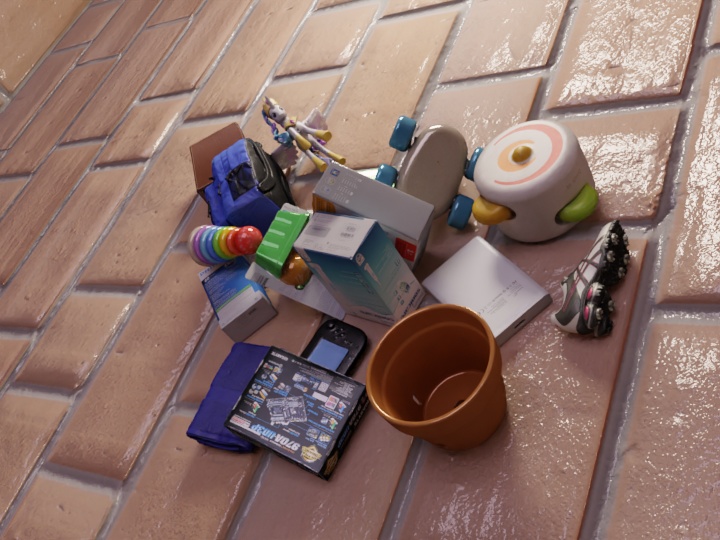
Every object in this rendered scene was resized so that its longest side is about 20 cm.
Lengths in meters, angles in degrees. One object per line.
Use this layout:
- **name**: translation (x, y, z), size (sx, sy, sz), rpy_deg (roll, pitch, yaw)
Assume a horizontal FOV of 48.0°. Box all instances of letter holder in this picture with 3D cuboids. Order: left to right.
- **letter holder**: translation (-0.310, -0.242, 1.908), size (0.142, 0.101, 0.200), rpy_deg (-29, 41, 7)

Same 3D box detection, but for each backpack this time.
- **backpack**: translation (-0.245, -0.172, 1.720), size (0.167, 0.163, 0.201), rpy_deg (-26, 55, 12)

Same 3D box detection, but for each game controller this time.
- **game controller**: translation (-0.070, 0.175, 1.390), size (0.104, 0.042, 0.201), rpy_deg (15, 63, 43)

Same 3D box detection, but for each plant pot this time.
- **plant pot**: translation (0.126, 0.169, 1.179), size (0.199, 0.140, 0.201), rpy_deg (-19, 44, 20)

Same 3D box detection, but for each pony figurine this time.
- **pony figurine**: translation (-0.124, -0.289, 1.773), size (0.167, 0.193, 0.200), rpy_deg (-47, 60, -6)

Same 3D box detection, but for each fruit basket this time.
- **fruit basket**: translation (-0.091, -0.018, 1.526), size (0.199, 0.094, 0.186), rpy_deg (25, 62, -1)

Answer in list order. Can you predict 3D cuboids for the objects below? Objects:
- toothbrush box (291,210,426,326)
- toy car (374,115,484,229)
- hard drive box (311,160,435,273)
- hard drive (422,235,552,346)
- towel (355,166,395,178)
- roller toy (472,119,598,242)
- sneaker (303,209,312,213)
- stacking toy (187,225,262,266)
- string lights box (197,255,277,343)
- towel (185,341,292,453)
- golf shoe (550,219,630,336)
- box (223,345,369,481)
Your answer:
- **toothbrush box**: translation (0.000, 0.000, 1.381), size (0.146, 0.200, 0.086), rpy_deg (12, 59, 43)
- **toy car**: translation (0.130, -0.179, 1.520), size (0.200, 0.183, 0.178), rpy_deg (-57, -11, -87)
- **hard drive box**: translation (0.019, -0.084, 1.416), size (0.199, 0.156, 0.077), rpy_deg (24, 64, 10)
- **hard drive**: translation (0.204, 0.034, 1.335), size (0.132, 0.026, 0.200), rpy_deg (-40, 40, -2)
- **towel**: translation (0.020, -0.134, 1.580), size (0.151, 0.023, 0.201), rpy_deg (-6, 43, -8)
- **roller toy**: translation (0.288, -0.155, 1.362), size (0.199, 0.140, 0.183), rpy_deg (-15, 45, 25)
- **sneaker**: translation (-0.119, -0.043, 1.609), size (0.080, 0.077, 0.201), rpy_deg (5, 57, 27)
- **stacking toy**: translation (-0.260, -0.054, 1.583), size (0.199, 0.085, 0.086), rpy_deg (-4, 49, 52)
- **string lights box**: translation (-0.251, 0.045, 1.628), size (0.103, 0.059, 0.200), rpy_deg (-37, 40, 1)
- **towel**: translation (-0.208, 0.227, 1.443), size (0.147, 0.050, 0.201), rpy_deg (6, 56, 31)
- **golf shoe**: translation (0.348, 0.005, 1.224), size (0.088, 0.077, 0.201), rpy_deg (-2, 51, 43)
- **box**: translation (-0.102, 0.228, 1.320), size (0.199, 0.046, 0.159), rpy_deg (18, 66, 28)
